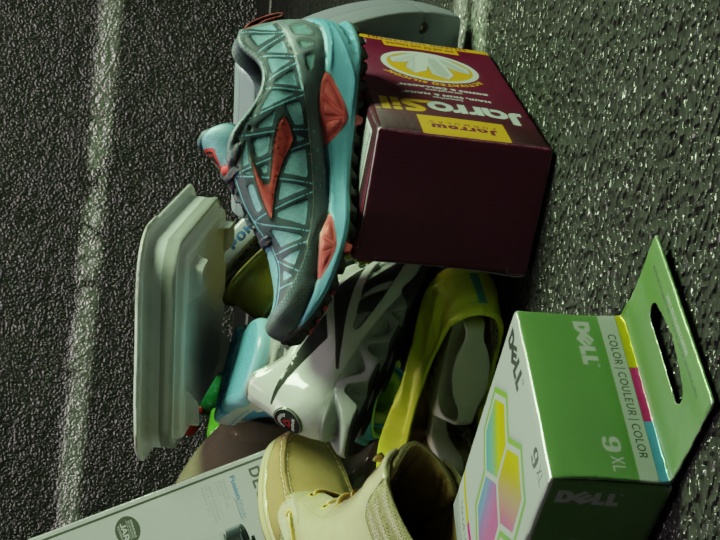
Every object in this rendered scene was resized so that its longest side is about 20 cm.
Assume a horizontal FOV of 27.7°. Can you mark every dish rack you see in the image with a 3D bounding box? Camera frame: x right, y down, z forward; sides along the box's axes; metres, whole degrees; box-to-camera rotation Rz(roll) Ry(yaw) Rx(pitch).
[{"bbox_3d":[-0.127,0.034,1.090,0.200,0.043,0.173,-75,-12,-75],"label":"dish rack"}]

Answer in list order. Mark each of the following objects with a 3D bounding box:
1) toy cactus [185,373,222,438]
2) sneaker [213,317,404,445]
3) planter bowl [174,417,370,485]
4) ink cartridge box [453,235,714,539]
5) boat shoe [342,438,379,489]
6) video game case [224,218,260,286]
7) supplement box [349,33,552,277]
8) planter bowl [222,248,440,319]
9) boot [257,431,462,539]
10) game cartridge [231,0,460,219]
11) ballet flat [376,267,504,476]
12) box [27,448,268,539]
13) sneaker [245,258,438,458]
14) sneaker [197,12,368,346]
[{"bbox_3d":[-0.134,0.106,1.316,0.166,0.102,0.200,56,-163,-4],"label":"toy cactus"},{"bbox_3d":[-0.035,0.088,1.071,0.200,0.129,0.080,163,121,-78],"label":"sneaker"},{"bbox_3d":[-0.060,0.180,1.164,0.200,0.198,0.136,-157,74,-80],"label":"planter bowl"},{"bbox_3d":[0.095,0.090,0.685,0.104,0.059,0.201,-95,14,-47],"label":"ink cartridge box"},{"bbox_3d":[0.025,0.211,1.012,0.065,0.071,0.202,-44,50,44],"label":"boat shoe"},{"bbox_3d":[-0.090,-0.034,1.290,0.182,0.022,0.200,-47,-1,2],"label":"video game case"},{"bbox_3d":[0.042,-0.080,0.938,0.200,0.109,0.086,-106,25,-64],"label":"supplement box"},{"bbox_3d":[0.000,0.000,1.108,0.084,0.200,0.201,54,161,9],"label":"planter bowl"},{"bbox_3d":[0.001,0.149,0.919,0.156,0.072,0.201,-58,32,37],"label":"boot"},{"bbox_3d":[-0.010,-0.125,1.058,0.040,0.199,0.134,35,132,35],"label":"game cartridge"},{"bbox_3d":[0.054,0.094,0.938,0.067,0.066,0.202,-122,38,-58],"label":"ballet flat"},{"bbox_3d":[-0.124,0.210,1.047,0.060,0.198,0.118,35,-144,-80],"label":"box"},{"bbox_3d":[-0.007,0.025,0.931,0.200,0.088,0.075,-55,-19,-47],"label":"sneaker"},{"bbox_3d":[-0.053,-0.055,0.872,0.079,0.095,0.202,131,145,-71],"label":"sneaker"}]
